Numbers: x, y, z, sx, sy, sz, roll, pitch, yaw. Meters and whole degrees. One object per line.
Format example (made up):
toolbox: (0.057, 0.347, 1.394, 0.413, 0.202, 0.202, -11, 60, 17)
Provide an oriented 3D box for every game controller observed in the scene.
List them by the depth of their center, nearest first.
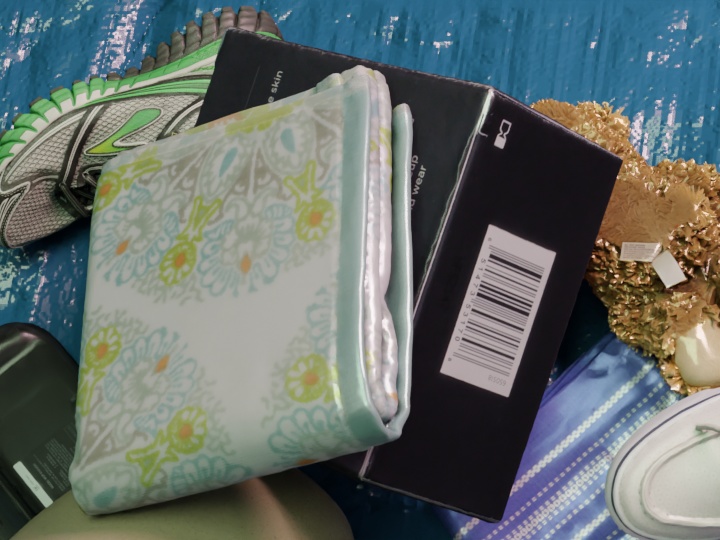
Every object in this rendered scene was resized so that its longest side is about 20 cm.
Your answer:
game controller: (-0.168, 0.114, 1.584, 0.104, 0.042, 0.200, -34, 60, -15)

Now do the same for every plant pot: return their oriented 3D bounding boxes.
plant pot: (-0.076, 0.162, 1.447, 0.200, 0.201, 0.135, 22, 63, 25)

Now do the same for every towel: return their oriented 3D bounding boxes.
towel: (-0.055, 0.010, 1.386, 0.170, 0.048, 0.201, -18, 53, 29)
towel: (0.143, 0.138, 1.472, 0.145, 0.024, 0.200, -41, 61, -1)

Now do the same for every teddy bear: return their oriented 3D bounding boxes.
teddy bear: (0.147, -0.007, 1.508, 0.199, 0.067, 0.145, 25, 67, 25)

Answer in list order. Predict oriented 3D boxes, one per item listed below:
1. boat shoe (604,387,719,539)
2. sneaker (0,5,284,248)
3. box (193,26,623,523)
boat shoe: (0.218, 0.091, 1.403, 0.201, 0.086, 0.075, -12, 96, -1)
sneaker: (-0.123, -0.067, 1.621, 0.199, 0.078, 0.085, -29, 62, 3)
box: (0.000, 0.000, 1.475, 0.199, 0.117, 0.198, 17, 87, 44)
